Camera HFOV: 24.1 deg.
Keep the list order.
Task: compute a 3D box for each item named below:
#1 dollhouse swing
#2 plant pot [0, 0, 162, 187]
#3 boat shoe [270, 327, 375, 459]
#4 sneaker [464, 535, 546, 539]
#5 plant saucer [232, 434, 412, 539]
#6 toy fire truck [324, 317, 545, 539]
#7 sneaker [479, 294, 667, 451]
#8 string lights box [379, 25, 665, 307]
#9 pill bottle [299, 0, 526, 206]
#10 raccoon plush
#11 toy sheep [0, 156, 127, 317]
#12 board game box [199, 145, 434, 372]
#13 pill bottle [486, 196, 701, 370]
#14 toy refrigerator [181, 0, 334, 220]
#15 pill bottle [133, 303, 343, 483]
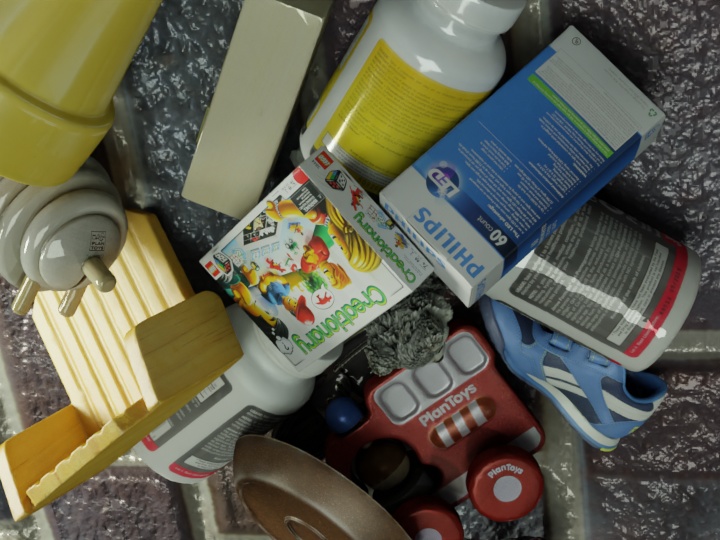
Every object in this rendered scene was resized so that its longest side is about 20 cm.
[{"bbox_3d":[-0.235,0.068,1.429,0.200,0.182,0.176,-38,85,31],"label":"dollhouse swing"},{"bbox_3d":[-0.247,-0.198,1.291,0.201,0.201,0.189,39,108,-14],"label":"plant pot"},{"bbox_3d":[-0.016,0.119,1.516,0.072,0.065,0.200,36,124,-17],"label":"boat shoe"},{"bbox_3d":[0.137,0.269,1.537,0.086,0.200,0.080,-19,83,9],"label":"sneaker"},{"bbox_3d":[-0.036,0.219,1.455,0.200,0.034,0.200,31,155,16],"label":"plant saucer"},{"bbox_3d":[0.056,0.152,1.475,0.200,0.112,0.168,-34,109,9],"label":"toy fire truck"},{"bbox_3d":[0.181,0.068,1.440,0.082,0.074,0.200,-35,119,29],"label":"sneaker"},{"bbox_3d":[0.121,-0.079,1.272,0.200,0.059,0.103,-41,77,-10],"label":"string lights box"},{"bbox_3d":[0.042,-0.149,1.298,0.112,0.112,0.200,29,125,-8],"label":"pill bottle"},{"bbox_3d":[0.000,0.000,1.392,0.200,0.134,0.097,35,123,-11],"label":"raccoon plush"},{"bbox_3d":[-0.260,-0.039,1.407,0.200,0.138,0.138,41,132,31],"label":"toy sheep"},{"bbox_3d":[-0.039,-0.005,1.327,0.126,0.035,0.200,48,145,-3],"label":"board game box"},{"bbox_3d":[0.162,-0.011,1.356,0.200,0.111,0.111,28,124,-6],"label":"pill bottle"},{"bbox_3d":[-0.084,-0.145,1.351,0.070,0.076,0.200,21,126,-2],"label":"toy refrigerator"},{"bbox_3d":[-0.111,0.097,1.496,0.111,0.111,0.200,42,122,-16],"label":"pill bottle"}]
